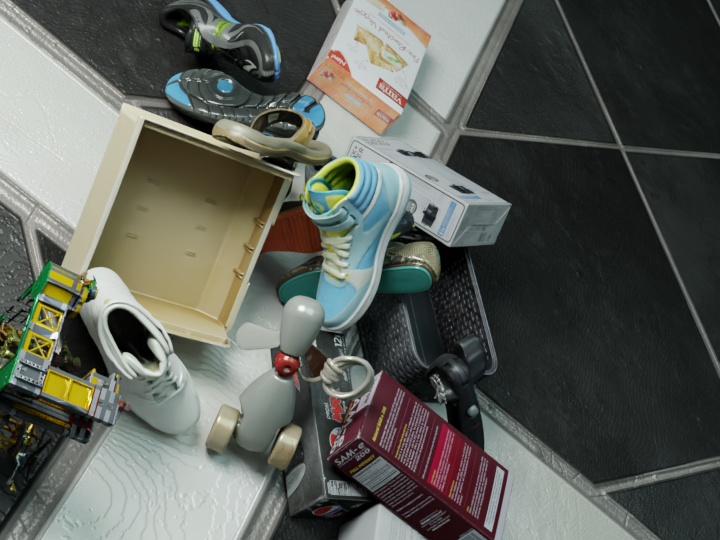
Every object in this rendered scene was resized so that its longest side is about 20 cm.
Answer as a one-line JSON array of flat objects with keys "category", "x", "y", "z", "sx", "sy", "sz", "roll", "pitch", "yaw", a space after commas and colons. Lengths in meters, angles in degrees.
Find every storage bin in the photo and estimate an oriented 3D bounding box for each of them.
[{"category": "storage bin", "x": -0.187, "y": -0.043, "z": 1.207, "sx": 0.198, "sy": 0.201, "sz": 0.094, "roll": 18, "pitch": 9, "yaw": -30}, {"category": "storage bin", "x": 0.075, "y": 0.054, "z": 1.447, "sx": 0.135, "sy": 0.094, "sz": 0.201, "roll": 8, "pitch": 59, "yaw": -37}]

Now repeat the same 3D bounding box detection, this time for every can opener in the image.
[{"category": "can opener", "x": 0.124, "y": 0.164, "z": 1.363, "sx": 0.078, "sy": 0.201, "sz": 0.063, "roll": -21, "pitch": 43, "yaw": -11}]

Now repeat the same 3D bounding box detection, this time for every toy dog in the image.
[{"category": "toy dog", "x": -0.085, "y": 0.115, "z": 1.222, "sx": 0.132, "sy": 0.200, "sz": 0.096, "roll": 41, "pitch": 15, "yaw": -14}]

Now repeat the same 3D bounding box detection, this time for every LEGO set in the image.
[{"category": "LEGO set", "x": -0.276, "y": 0.096, "z": 1.048, "sx": 0.116, "sy": 0.200, "sz": 0.154, "roll": 28, "pitch": 42, "yaw": -26}]

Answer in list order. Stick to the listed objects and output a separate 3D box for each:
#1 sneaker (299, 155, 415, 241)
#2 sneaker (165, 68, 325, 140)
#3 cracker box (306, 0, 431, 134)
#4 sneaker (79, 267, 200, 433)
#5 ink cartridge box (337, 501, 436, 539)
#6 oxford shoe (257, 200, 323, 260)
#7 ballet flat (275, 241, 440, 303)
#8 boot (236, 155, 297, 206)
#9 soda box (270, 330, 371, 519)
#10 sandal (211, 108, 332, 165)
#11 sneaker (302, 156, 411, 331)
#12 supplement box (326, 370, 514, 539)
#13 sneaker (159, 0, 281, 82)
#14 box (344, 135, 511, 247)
[{"category": "sneaker", "x": -0.010, "y": -0.092, "z": 1.408, "sx": 0.074, "sy": 0.081, "sz": 0.200, "roll": -28, "pitch": 39, "yaw": -31}, {"category": "sneaker", "x": -0.148, "y": -0.189, "z": 1.441, "sx": 0.199, "sy": 0.082, "sz": 0.074, "roll": 15, "pitch": 59, "yaw": -8}, {"category": "cracker box", "x": 0.016, "y": -0.308, "z": 1.663, "sx": 0.134, "sy": 0.058, "sz": 0.201, "roll": 35, "pitch": 46, "yaw": -16}, {"category": "sneaker", "x": -0.208, "y": 0.099, "z": 1.124, "sx": 0.074, "sy": 0.116, "sz": 0.201, "roll": -35, "pitch": 118, "yaw": -11}, {"category": "ink cartridge box", "x": 0.069, "y": 0.362, "z": 1.242, "sx": 0.199, "sy": 0.084, "sz": 0.146, "roll": 30, "pitch": 46, "yaw": -21}, {"category": "oxford shoe", "x": -0.091, "y": -0.062, "z": 1.347, "sx": 0.199, "sy": 0.072, "sz": 0.073, "roll": -10, "pitch": 44, "yaw": -8}, {"category": "ballet flat", "x": 0.000, "y": 0.000, "z": 1.375, "sx": 0.075, "sy": 0.199, "sz": 0.068, "roll": -80, "pitch": 156, "yaw": -50}, {"category": "boot", "x": -0.169, "y": -0.117, "z": 1.356, "sx": 0.151, "sy": 0.199, "sz": 0.074, "roll": -72, "pitch": 159, "yaw": -73}, {"category": "soda box", "x": -0.047, "y": 0.169, "z": 1.281, "sx": 0.063, "sy": 0.071, "sz": 0.201, "roll": 14, "pitch": 55, "yaw": -38}, {"category": "sandal", "x": -0.086, "y": -0.146, "z": 1.223, "sx": 0.200, "sy": 0.080, "sz": 0.054, "roll": 4, "pitch": 101, "yaw": -65}, {"category": "sneaker", "x": -0.029, "y": -0.035, "z": 1.268, "sx": 0.130, "sy": 0.079, "sz": 0.201, "roll": 16, "pitch": 94, "yaw": -54}, {"category": "supplement box", "x": 0.068, "y": 0.213, "z": 1.247, "sx": 0.200, "sy": 0.061, "sz": 0.109, "roll": 40, "pitch": 37, "yaw": -12}, {"category": "sneaker", "x": -0.175, "y": -0.285, "z": 1.447, "sx": 0.199, "sy": 0.071, "sz": 0.083, "roll": 35, "pitch": 48, "yaw": 27}, {"category": "box", "x": 0.081, "y": -0.104, "z": 1.497, "sx": 0.200, "sy": 0.060, "sz": 0.116, "roll": 34, "pitch": 22, "yaw": 31}]
